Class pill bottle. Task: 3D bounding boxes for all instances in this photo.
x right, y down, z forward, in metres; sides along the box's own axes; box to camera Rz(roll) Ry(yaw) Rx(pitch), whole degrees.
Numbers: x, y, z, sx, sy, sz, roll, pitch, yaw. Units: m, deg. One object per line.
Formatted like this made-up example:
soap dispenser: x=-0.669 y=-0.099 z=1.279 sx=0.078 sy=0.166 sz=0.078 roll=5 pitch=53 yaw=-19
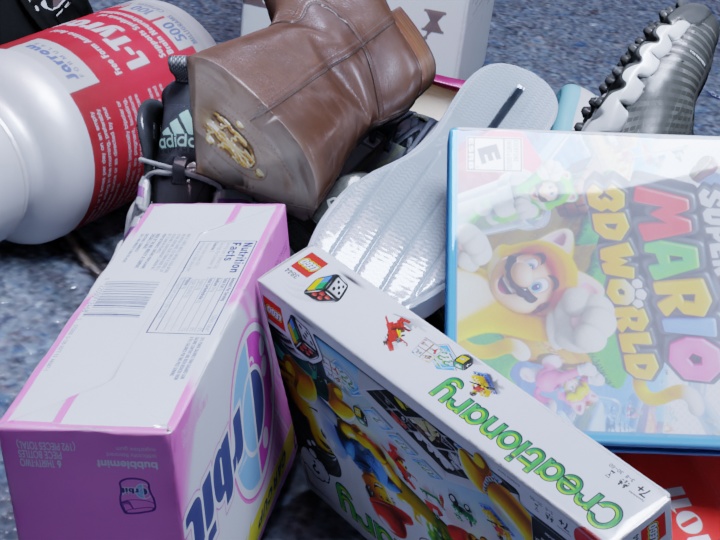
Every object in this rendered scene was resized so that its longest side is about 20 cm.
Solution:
pill bottle: x=-0.172 y=-0.083 z=0.869 sx=0.112 sy=0.113 sz=0.200 roll=21 pitch=31 yaw=24

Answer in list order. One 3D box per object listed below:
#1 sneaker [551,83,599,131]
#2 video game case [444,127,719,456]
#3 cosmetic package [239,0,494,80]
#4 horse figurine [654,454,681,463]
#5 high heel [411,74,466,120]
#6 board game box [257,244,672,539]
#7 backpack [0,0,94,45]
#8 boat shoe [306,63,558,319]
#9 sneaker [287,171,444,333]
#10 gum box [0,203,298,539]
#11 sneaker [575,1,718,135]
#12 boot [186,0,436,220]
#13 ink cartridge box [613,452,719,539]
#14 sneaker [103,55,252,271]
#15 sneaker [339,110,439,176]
sneaker: x=0.149 y=-0.006 z=0.814 sx=0.130 sy=0.080 sz=0.201 roll=20 pitch=56 yaw=-6
video game case: x=0.136 y=0.008 z=0.655 sx=0.198 sy=0.018 sz=0.144 roll=2 pitch=70 yaw=-1
cosmetic package: x=0.014 y=-0.230 z=1.092 sx=0.164 sy=0.201 sz=0.165 roll=12 pitch=28 yaw=9
horse figurine: x=0.186 y=0.064 z=0.749 sx=0.198 sy=0.050 sz=0.133 roll=5 pitch=35 yaw=-10
high heel: x=0.050 y=-0.097 z=0.985 sx=0.199 sy=0.068 sz=0.096 roll=9 pitch=6 yaw=-23
board game box: x=0.039 y=0.086 z=0.588 sx=0.035 sy=0.127 sz=0.200 roll=-32 pitch=43 yaw=-24
backpack: x=-0.292 y=-0.225 z=1.025 sx=0.199 sy=0.192 sz=0.154 roll=-12 pitch=17 yaw=-32
boat shoe: x=0.037 y=-0.023 z=0.725 sx=0.072 sy=0.062 sz=0.200 roll=32 pitch=51 yaw=15
sneaker: x=0.000 y=0.000 z=0.779 sx=0.066 sy=0.091 sz=0.200 roll=-10 pitch=32 yaw=-26
gum box: x=-0.074 y=0.060 z=0.617 sx=0.066 sy=0.114 sz=0.200 roll=1 pitch=27 yaw=10
sneaker: x=0.136 y=-0.034 z=0.726 sx=0.090 sy=0.066 sz=0.201 roll=31 pitch=74 yaw=0
boot: x=-0.053 y=-0.129 z=0.777 sx=0.186 sy=0.064 sz=0.200 roll=47 pitch=36 yaw=-2
ink cartridge box: x=0.196 y=0.101 z=0.640 sx=0.199 sy=0.050 sz=0.162 roll=-3 pitch=46 yaw=-23
sneaker: x=-0.096 y=-0.040 z=0.777 sx=0.077 sy=0.141 sz=0.200 roll=6 pitch=27 yaw=-1
sneaker: x=-0.002 y=-0.082 z=0.899 sx=0.199 sy=0.081 sz=0.074 roll=9 pitch=42 yaw=29
